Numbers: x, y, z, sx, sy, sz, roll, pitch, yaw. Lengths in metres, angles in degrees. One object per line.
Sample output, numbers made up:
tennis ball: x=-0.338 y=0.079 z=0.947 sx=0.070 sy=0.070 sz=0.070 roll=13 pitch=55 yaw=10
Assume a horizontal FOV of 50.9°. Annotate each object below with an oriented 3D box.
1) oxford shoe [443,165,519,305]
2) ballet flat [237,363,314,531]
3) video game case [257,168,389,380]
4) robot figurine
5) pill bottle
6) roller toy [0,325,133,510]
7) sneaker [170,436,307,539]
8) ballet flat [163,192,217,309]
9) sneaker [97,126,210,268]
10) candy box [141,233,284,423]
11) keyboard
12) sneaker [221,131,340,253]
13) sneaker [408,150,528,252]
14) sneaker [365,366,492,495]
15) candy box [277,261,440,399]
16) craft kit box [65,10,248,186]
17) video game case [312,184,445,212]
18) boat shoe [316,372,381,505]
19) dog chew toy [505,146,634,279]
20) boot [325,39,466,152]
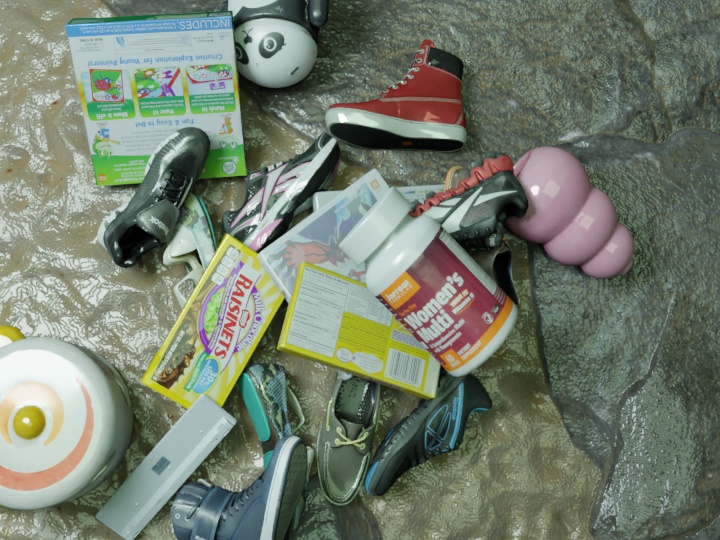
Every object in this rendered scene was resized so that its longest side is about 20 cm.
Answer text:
oxford shoe: x=0.162 y=-0.042 z=0.982 sx=0.070 sy=0.072 sz=0.206 roll=-12 pitch=87 yaw=-42
ballet flat: x=-0.092 y=0.211 z=0.932 sx=0.072 sy=0.074 sz=0.206 roll=-15 pitch=86 yaw=-8
video game case: x=0.000 y=0.000 z=0.937 sx=0.199 sy=0.023 sz=0.184 roll=-38 pitch=91 yaw=-24
robot figurine: x=-0.115 y=-0.344 z=0.990 sx=0.121 sy=0.150 sz=0.206 roll=3 pitch=79 yaw=-18
pill bottle: x=0.074 y=0.011 z=0.848 sx=0.200 sy=0.109 sz=0.110 roll=45 pitch=79 yaw=-5
roller toy: x=-0.361 y=0.172 z=0.870 sx=0.177 sy=0.140 sz=0.206 roll=4 pitch=79 yaw=-5
sneaker: x=-0.144 y=0.259 z=0.870 sx=0.143 sy=0.077 sz=0.207 roll=23 pitch=112 yaw=17
ballet flat: x=-0.205 y=0.002 z=0.948 sx=0.070 sy=0.069 sz=0.205 roll=-17 pitch=85 yaw=-32
sneaker: x=-0.244 y=-0.081 z=0.925 sx=0.201 sy=0.091 sz=0.066 roll=-48 pitch=131 yaw=9
candy box: x=-0.170 y=0.069 z=0.913 sx=0.101 sy=0.026 sz=0.203 roll=31 pitch=86 yaw=-16
keyboard: x=-0.233 y=0.238 z=0.907 sx=0.056 sy=0.011 sz=0.201 roll=41 pitch=93 yaw=-11
sneaker: x=-0.106 y=-0.110 z=0.979 sx=0.086 sy=0.081 sz=0.201 roll=36 pitch=73 yaw=12
sneaker: x=0.120 y=-0.055 z=0.918 sx=0.198 sy=0.071 sz=0.099 roll=-33 pitch=68 yaw=-4
sneaker: x=0.085 y=0.208 z=0.943 sx=0.082 sy=0.073 sz=0.201 roll=42 pitch=80 yaw=1
candy box: x=0.007 y=0.072 z=0.886 sx=0.196 sy=0.026 sz=0.105 roll=21 pitch=66 yaw=-15
craft kit box: x=-0.245 y=-0.211 z=0.941 sx=0.194 sy=0.049 sz=0.203 roll=-4 pitch=116 yaw=-7
video game case: x=0.043 y=-0.016 z=0.985 sx=0.194 sy=0.023 sz=0.188 roll=-5 pitch=81 yaw=-18
boat shoe: x=-0.013 y=0.188 z=0.942 sx=0.070 sy=0.060 sz=0.208 roll=11 pitch=79 yaw=-3
dog chew toy: x=0.275 y=-0.066 z=0.989 sx=0.199 sy=0.124 sz=0.126 roll=40 pitch=79 yaw=-6
boot: x=0.047 y=-0.242 z=1.020 sx=0.194 sy=0.072 sz=0.149 roll=2 pitch=80 yaw=-14
